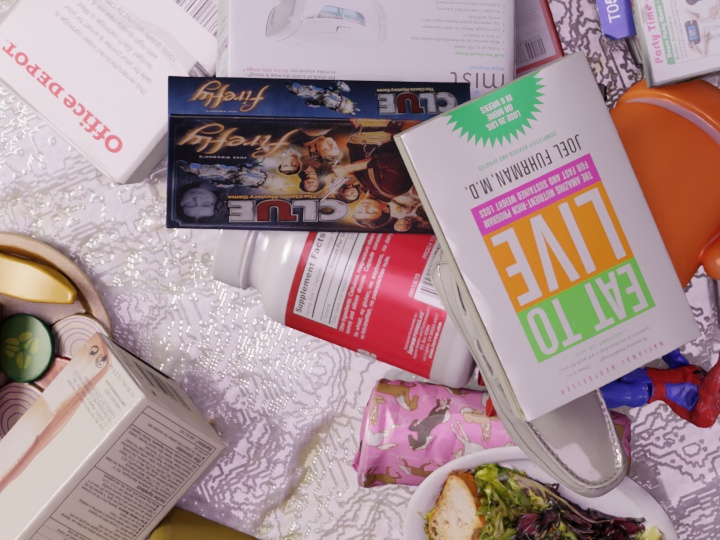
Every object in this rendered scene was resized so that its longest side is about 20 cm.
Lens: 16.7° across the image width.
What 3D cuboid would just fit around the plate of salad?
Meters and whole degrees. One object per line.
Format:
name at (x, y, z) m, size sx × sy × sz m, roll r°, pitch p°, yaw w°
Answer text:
plate of salad at (0.126, 0.202, 1.729) m, size 0.198 × 0.048 × 0.201 m, roll 7°, pitch 131°, yaw 8°

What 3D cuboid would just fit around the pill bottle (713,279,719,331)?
pill bottle at (0.347, -0.001, 1.715) m, size 0.198 × 0.109 × 0.110 m, roll -7°, pitch 92°, yaw 6°

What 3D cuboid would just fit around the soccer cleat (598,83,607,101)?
soccer cleat at (0.129, -0.052, 1.758) m, size 0.084 × 0.069 × 0.202 m, roll 5°, pitch 89°, yaw 10°

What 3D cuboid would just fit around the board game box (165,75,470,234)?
board game box at (-0.031, -0.076, 1.644) m, size 0.198 × 0.136 × 0.035 m, roll 1°, pitch 58°, yaw -4°

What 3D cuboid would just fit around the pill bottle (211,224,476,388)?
pill bottle at (0.000, 0.000, 1.746) m, size 0.198 × 0.112 × 0.113 m, roll 20°, pitch 94°, yaw 7°

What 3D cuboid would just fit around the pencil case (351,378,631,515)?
pencil case at (0.094, 0.129, 1.759) m, size 0.198 × 0.083 × 0.087 m, roll 10°, pitch 95°, yaw 4°

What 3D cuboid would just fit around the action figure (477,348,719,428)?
action figure at (0.190, 0.060, 1.714) m, size 0.198 × 0.065 × 0.100 m, roll 5°, pitch 124°, yaw -12°

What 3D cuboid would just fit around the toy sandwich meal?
toy sandwich meal at (-0.280, 0.063, 1.798) m, size 0.203 × 0.070 × 0.207 m, roll 0°, pitch 92°, yaw 6°

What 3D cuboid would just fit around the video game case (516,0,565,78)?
video game case at (0.053, -0.217, 1.759) m, size 0.142 × 0.017 × 0.202 m, roll -19°, pitch 81°, yaw 12°

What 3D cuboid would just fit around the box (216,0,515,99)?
box at (0.003, -0.193, 1.677) m, size 0.198 × 0.097 × 0.178 m, roll 1°, pitch 87°, yaw -9°

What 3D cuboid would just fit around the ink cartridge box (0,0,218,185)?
ink cartridge box at (-0.157, -0.182, 1.769) m, size 0.146 × 0.084 × 0.200 m, roll 41°, pitch 95°, yaw 1°

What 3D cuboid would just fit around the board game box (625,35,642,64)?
board game box at (0.224, -0.267, 1.733) m, size 0.147 × 0.064 × 0.201 m, roll -23°, pitch 91°, yaw 5°

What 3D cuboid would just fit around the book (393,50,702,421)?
book at (0.122, -0.023, 1.582) m, size 0.133 × 0.048 × 0.201 m, roll -25°, pitch 95°, yaw -5°

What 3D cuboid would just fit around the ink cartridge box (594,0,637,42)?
ink cartridge box at (0.241, -0.273, 1.672) m, size 0.198 × 0.043 × 0.198 m, roll -14°, pitch 91°, yaw 3°

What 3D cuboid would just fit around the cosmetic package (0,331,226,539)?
cosmetic package at (-0.207, 0.158, 1.769) m, size 0.200 × 0.103 × 0.087 m, roll -48°, pitch 46°, yaw 4°

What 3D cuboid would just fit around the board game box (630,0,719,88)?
board game box at (0.273, -0.213, 1.621) m, size 0.198 × 0.064 × 0.149 m, roll -12°, pitch 92°, yaw 4°

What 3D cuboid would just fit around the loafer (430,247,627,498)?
loafer at (0.114, 0.063, 1.642) m, size 0.070 × 0.070 × 0.201 m, roll -35°, pitch 86°, yaw -12°

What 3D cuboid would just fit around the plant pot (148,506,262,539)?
plant pot at (-0.094, 0.305, 1.737) m, size 0.198 × 0.176 × 0.202 m, roll 20°, pitch 94°, yaw 4°

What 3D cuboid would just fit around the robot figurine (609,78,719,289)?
robot figurine at (0.200, -0.051, 1.677) m, size 0.200 × 0.143 × 0.117 m, roll -52°, pitch 125°, yaw -24°
